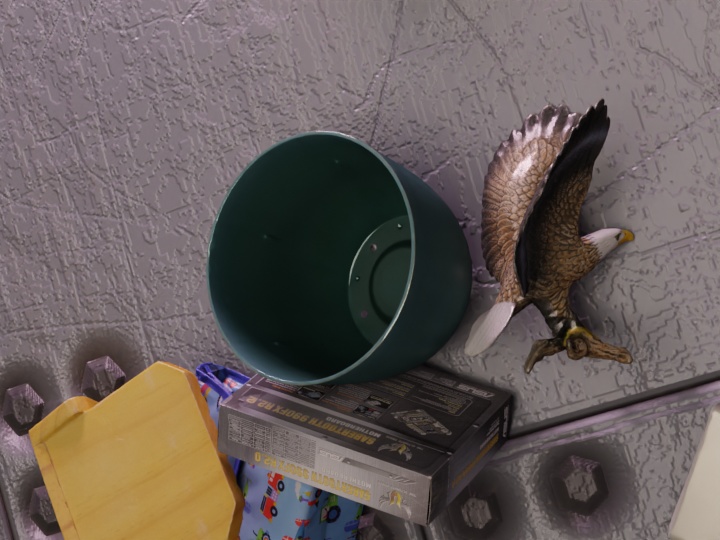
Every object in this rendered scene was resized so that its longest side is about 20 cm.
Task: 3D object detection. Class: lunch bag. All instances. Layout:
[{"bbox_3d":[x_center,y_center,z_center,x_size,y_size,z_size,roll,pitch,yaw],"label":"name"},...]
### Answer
[{"bbox_3d":[-0.097,0.183,1.579,0.199,0.094,0.152,28,113,35],"label":"lunch bag"}]

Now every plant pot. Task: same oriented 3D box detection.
[{"bbox_3d":[0.000,0.000,1.462,0.199,0.161,0.202,-6,79,32],"label":"plant pot"}]

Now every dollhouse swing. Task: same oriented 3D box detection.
[{"bbox_3d":[-0.169,0.200,1.565,0.175,0.182,0.201,-29,67,9],"label":"dollhouse swing"}]

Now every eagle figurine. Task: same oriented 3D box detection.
[{"bbox_3d":[0.153,-0.029,1.423,0.151,0.151,0.202,-8,101,36],"label":"eagle figurine"}]

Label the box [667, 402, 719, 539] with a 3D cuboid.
[{"bbox_3d":[0.352,0.179,1.333,0.199,0.128,0.110,22,102,22],"label":"box"}]

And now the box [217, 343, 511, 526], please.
[{"bbox_3d":[0.005,0.126,1.478,0.199,0.158,0.049,16,119,23],"label":"box"}]
